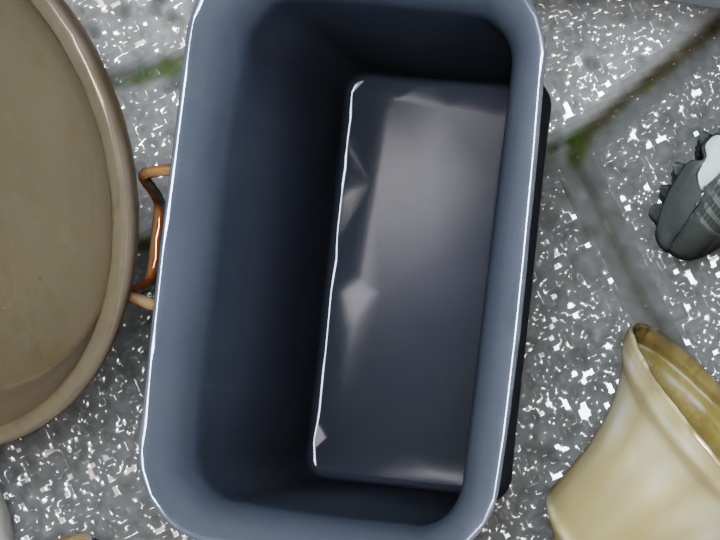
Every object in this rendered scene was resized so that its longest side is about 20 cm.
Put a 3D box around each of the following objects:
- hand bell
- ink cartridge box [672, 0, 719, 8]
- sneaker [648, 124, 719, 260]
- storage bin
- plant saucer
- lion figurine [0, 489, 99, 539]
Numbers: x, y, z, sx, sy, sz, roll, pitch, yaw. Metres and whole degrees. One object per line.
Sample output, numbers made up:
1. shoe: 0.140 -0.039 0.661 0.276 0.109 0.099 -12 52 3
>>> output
1. hand bell: 0.060 0.122 1.079 0.200 0.104 0.104 -42 83 13
2. ink cartridge box: 0.117 -0.196 1.010 0.145 0.083 0.201 6 84 -16
3. sneaker: 0.199 -0.055 1.075 0.200 0.066 0.091 -38 81 0
4. storage bin: 0.000 0.000 1.056 0.145 0.134 0.201 5 86 15
5. plant saucer: -0.154 -0.036 1.043 0.199 0.029 0.201 11 111 30
6. lion figurine: -0.157 0.088 1.110 0.122 0.072 0.201 -21 70 12
